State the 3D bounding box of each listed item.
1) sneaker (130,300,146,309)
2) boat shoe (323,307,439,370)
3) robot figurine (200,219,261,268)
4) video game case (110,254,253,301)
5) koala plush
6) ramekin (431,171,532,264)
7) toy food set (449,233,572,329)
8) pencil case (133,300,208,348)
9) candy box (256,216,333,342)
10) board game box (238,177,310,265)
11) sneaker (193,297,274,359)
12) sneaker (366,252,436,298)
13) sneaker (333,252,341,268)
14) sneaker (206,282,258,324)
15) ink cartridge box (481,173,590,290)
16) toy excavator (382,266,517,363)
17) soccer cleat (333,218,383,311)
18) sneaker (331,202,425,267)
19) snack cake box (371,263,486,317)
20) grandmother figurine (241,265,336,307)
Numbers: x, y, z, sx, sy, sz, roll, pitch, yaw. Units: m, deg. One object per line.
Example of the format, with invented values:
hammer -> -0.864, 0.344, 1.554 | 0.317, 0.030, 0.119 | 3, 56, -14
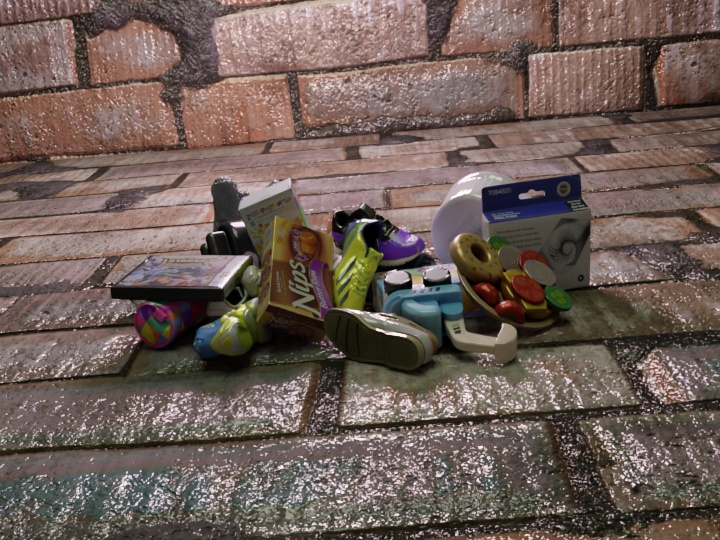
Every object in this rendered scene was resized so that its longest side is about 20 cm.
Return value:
sneaker -> -0.342, 0.048, 1.831 | 0.197, 0.078, 0.089 | -10, 48, -22
boat shoe -> 0.031, 0.103, 1.503 | 0.198, 0.076, 0.068 | 20, 24, 37
robot figurine -> -0.215, -0.042, 1.932 | 0.198, 0.127, 0.150 | -7, 14, -30
video game case -> -0.304, 0.011, 1.681 | 0.197, 0.026, 0.181 | 1, 19, 10
koala plush -> -0.237, -0.097, 2.139 | 0.174, 0.187, 0.200 | 5, -4, 2
ramekin -> 0.228, -0.072, 1.807 | 0.198, 0.203, 0.098 | 4, 26, 27
toy food set -> 0.248, 0.016, 1.600 | 0.196, 0.049, 0.201 | -1, 45, -33
pencil case -> -0.310, 0.062, 1.693 | 0.087, 0.090, 0.200 | 2, 21, 21
candy box -> -0.107, 0.013, 1.623 | 0.115, 0.057, 0.202 | 20, 42, -20
board game box -> -0.136, -0.050, 1.782 | 0.104, 0.202, 0.103 | -21, 16, 2
sneaker -> -0.212, 0.095, 1.583 | 0.104, 0.077, 0.200 | -13, 3, 15
sneaker -> 0.045, 0.016, 1.806 | 0.197, 0.077, 0.077 | -5, -9, 6
sneaker -> 0.017, -0.030, 1.926 | 0.198, 0.075, 0.087 | -19, 27, -26
sneaker -> -0.211, 0.055, 1.709 | 0.077, 0.081, 0.200 | -2, 15, 13
ink cartridge box -> 0.311, -0.057, 1.714 | 0.197, 0.203, 0.041 | -9, 17, -12
toy excavator -> 0.134, 0.085, 1.517 | 0.191, 0.101, 0.201 | -6, 30, -2
soccer cleat -> 0.000, -0.001, 1.667 | 0.083, 0.203, 0.065 | -12, -32, 33
sneaker -> 0.023, -0.070, 1.758 | 0.198, 0.101, 0.069 | 8, 32, 35
snack cake box -> 0.125, 0.039, 1.682 | 0.197, 0.068, 0.115 | -7, 18, -8
grandmother figurine -> -0.115, 0.027, 1.686 | 0.198, 0.061, 0.121 | 10, 15, -31
